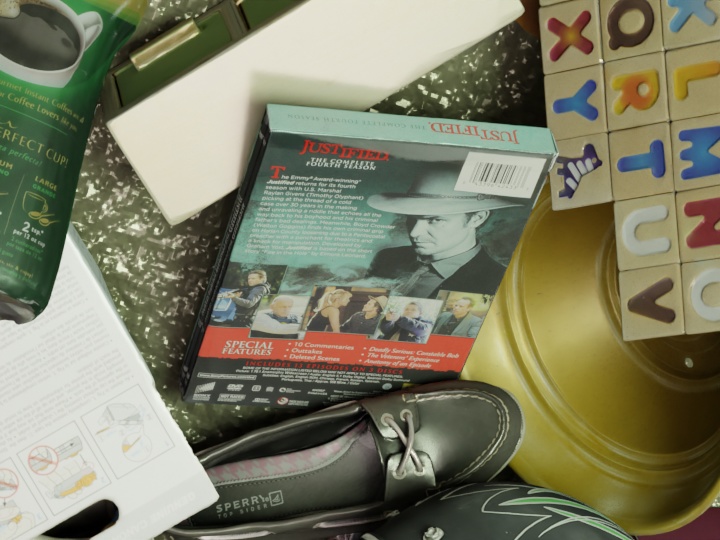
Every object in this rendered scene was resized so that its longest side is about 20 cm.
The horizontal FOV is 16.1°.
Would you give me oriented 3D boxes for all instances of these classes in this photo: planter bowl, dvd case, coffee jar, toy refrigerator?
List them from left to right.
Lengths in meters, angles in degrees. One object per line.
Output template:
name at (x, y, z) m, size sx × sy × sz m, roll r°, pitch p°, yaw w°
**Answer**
coffee jar at (-0.166, -0.084, 1.178) m, size 0.104 × 0.085 × 0.201 m, roll 22°, pitch 75°, yaw -16°
toy refrigerator at (-0.028, -0.111, 1.236) m, size 0.199 × 0.076 × 0.070 m, roll -31°, pitch 113°, yaw 3°
dvd case at (0.000, 0.000, 1.259) m, size 0.145 × 0.022 × 0.200 m, roll 4°, pitch 138°, yaw -16°
planter bowl at (0.138, 0.025, 1.288) m, size 0.083 × 0.200 × 0.202 m, roll -26°, pitch 118°, yaw -38°

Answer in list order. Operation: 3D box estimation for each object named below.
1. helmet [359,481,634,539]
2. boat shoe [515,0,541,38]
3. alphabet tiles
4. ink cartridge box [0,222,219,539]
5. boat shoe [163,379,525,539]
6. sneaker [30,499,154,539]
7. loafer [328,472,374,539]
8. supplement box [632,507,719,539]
helmet at (0.074, 0.203, 1.257) m, size 0.199 × 0.200 × 0.191 m, roll 24°, pitch 99°, yaw -17°
boat shoe at (0.158, -0.184, 1.240) m, size 0.200 × 0.070 × 0.071 m, roll -35°, pitch 98°, yaw 26°
alphabet tiles at (0.158, -0.072, 1.178) m, size 0.166 × 0.008 × 0.201 m, roll -8°, pitch 80°, yaw 34°
ink cartridge box at (-0.188, 0.063, 1.274) m, size 0.162 × 0.057 × 0.201 m, roll -29°, pitch 107°, yaw 1°
boat shoe at (-0.014, 0.104, 1.300) m, size 0.199 × 0.057 × 0.067 m, roll -17°, pitch 79°, yaw 11°
sneaker at (-0.121, 0.168, 1.325) m, size 0.199 × 0.075 × 0.090 m, roll 26°, pitch 110°, yaw -19°
loafer at (-0.011, 0.176, 1.360) m, size 0.063 × 0.072 × 0.201 m, roll 25°, pitch 99°, yaw 3°
supplement box at (0.176, 0.235, 1.396) m, size 0.110 × 0.086 × 0.201 m, roll 7°, pitch 109°, yaw -12°
